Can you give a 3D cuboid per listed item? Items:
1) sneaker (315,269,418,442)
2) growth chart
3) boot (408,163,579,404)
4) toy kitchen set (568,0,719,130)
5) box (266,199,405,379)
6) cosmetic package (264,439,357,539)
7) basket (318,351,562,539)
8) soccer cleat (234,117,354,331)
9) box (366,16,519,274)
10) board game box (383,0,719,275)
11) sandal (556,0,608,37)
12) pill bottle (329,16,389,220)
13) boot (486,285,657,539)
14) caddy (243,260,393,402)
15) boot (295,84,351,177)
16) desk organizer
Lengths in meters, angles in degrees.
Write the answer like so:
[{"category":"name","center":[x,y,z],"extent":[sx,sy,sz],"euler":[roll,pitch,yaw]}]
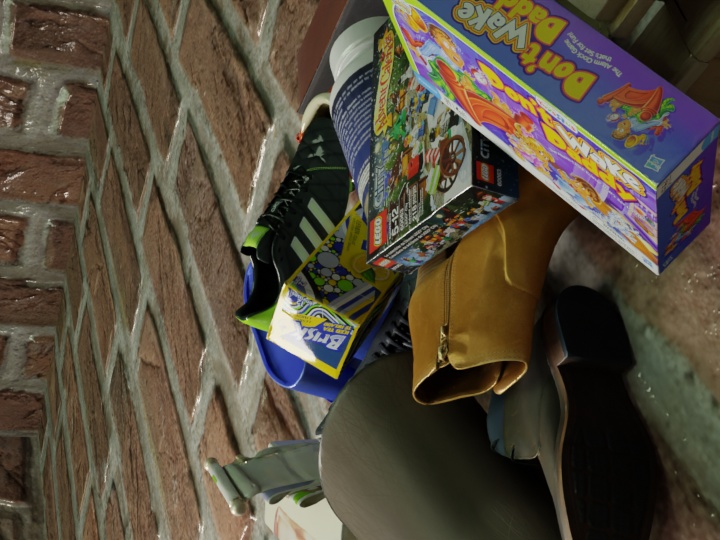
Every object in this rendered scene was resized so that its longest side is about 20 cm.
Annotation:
[{"category":"sneaker","center":[0.034,0.079,0.866],"extent":[0.146,0.077,0.202],"euler":[-57,-7,-39]},{"category":"growth chart","center":[-0.030,0.171,0.937],"extent":[0.145,0.200,0.018],"euler":[-145,48,-73]},{"category":"boot","center":[0.108,0.000,0.717],"extent":[0.201,0.071,0.144],"euler":[-38,36,36]},{"category":"toy kitchen set","center":[0.190,-0.101,0.500],"extent":[0.200,0.163,0.181],"euler":[123,144,-48]},{"category":"box","center":[0.000,0.000,0.913],"extent":[0.200,0.070,0.064],"euler":[-52,-12,-52]},{"category":"cosmetic package","center":[-0.010,0.222,0.982],"extent":[0.200,0.103,0.087],"euler":[-159,72,-67]},{"category":"basket","center":[0.072,0.179,0.765],"extent":[0.200,0.136,0.180],"euler":[43,150,56]},{"category":"soccer cleat","center":[-0.060,-0.041,0.965],"extent":[0.068,0.081,0.200],"euler":[16,95,50]},{"category":"box","center":[0.054,-0.114,0.761],"extent":[0.137,0.038,0.200],"euler":[-36,46,53]},{"category":"board game box","center":[0.101,-0.095,0.596],"extent":[0.045,0.134,0.200],"euler":[-45,66,-3]},{"category":"sandal","center":[0.142,-0.150,0.765],"extent":[0.070,0.078,0.212],"euler":[-56,-28,-62]},{"category":"pill bottle","center":[0.037,-0.120,0.915],"extent":[0.111,0.111,0.200],"euler":[118,143,-43]},{"category":"boot","center":[0.133,0.118,0.706],"extent":[0.097,0.075,0.200],"euler":[129,151,-51]},{"category":"caddy","center":[-0.027,0.037,1.061],"extent":[0.141,0.105,0.200],"euler":[-45,48,27]},{"category":"boot","center":[-0.034,-0.129,1.083],"extent":[0.075,0.107,0.200],"euler":[44,143,8]},{"category":"desk organizer","center":[-0.006,-0.240,1.086],"extent":[0.200,0.072,0.077],"euler":[124,146,-56]}]
